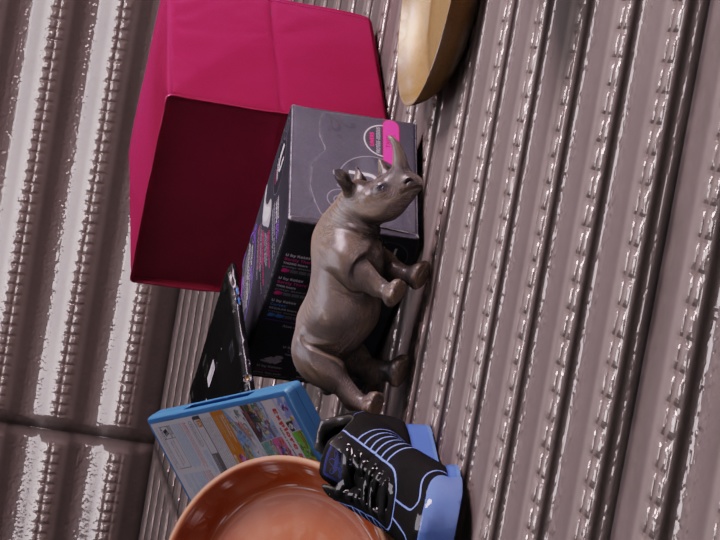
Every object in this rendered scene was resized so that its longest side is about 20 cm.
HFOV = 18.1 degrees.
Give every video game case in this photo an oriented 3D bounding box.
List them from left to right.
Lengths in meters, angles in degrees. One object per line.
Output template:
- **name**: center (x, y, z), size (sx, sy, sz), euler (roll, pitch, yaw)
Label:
- **video game case**: center (-0.073, 0.159, 1.690), size (0.200, 0.018, 0.144), euler (-15, 104, 54)

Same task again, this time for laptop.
- **laptop**: center (-0.060, 0.126, 1.762), size (0.178, 0.103, 0.201), euler (111, 155, -49)

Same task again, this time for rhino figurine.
- **rhino figurine**: center (0.000, 0.000, 1.635), size (0.060, 0.087, 0.201), euler (-10, -65, -60)

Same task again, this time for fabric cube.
- **fabric cube**: center (-0.093, -0.110, 1.987), size (0.200, 0.199, 0.197), euler (-99, 21, -55)

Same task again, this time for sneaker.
- **sneaker**: center (0.016, 0.142, 1.481), size (0.200, 0.077, 0.071), euler (-128, 47, -77)

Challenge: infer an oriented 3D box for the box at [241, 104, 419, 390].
- **box**: center (-0.026, -0.015, 1.775), size (0.200, 0.105, 0.123), euler (110, 164, -49)

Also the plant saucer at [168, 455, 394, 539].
- **plant saucer**: center (-0.054, 0.231, 1.585), size (0.032, 0.199, 0.201), euler (18, -102, -58)

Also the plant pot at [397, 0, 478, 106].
- **plant pot**: center (0.063, -0.219, 1.684), size (0.200, 0.027, 0.201), euler (-171, 90, -79)
